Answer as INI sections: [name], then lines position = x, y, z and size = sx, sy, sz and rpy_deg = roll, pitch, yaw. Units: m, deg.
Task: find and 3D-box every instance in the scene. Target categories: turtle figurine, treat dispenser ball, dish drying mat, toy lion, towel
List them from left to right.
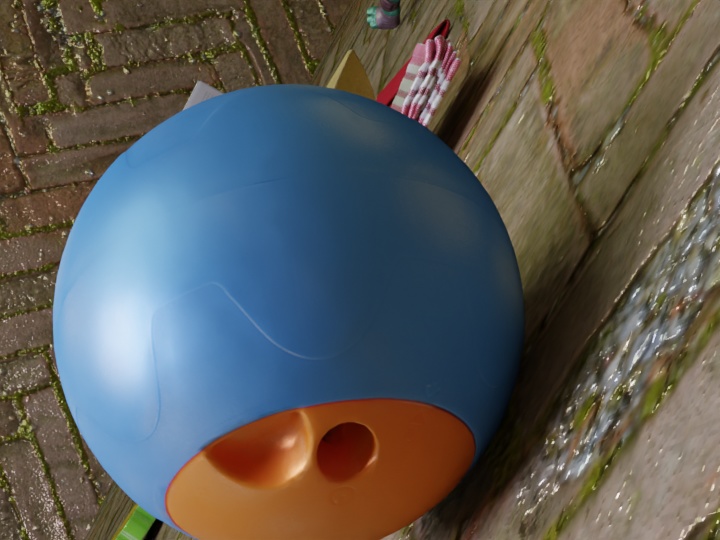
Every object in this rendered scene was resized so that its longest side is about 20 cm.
[toy lion]
position = -0.298, 0.346, 1.804
size = 0.192, 0.069, 0.200
rpy_deg = -59, 5, -30
[treat dispenser ball]
position = -0.030, 0.022, 0.631
size = 0.201, 0.200, 0.201
rpy_deg = -60, 8, 15
[towel]
position = 0.014, -0.089, 1.147
size = 0.201, 0.030, 0.146
rpy_deg = -62, 7, 3
[turtle figurine]
position = 0.046, -0.402, 1.927
size = 0.150, 0.101, 0.200
rpy_deg = -50, -11, -16
[dish drying mat]
position = 0.042, -0.193, 1.541
size = 0.077, 0.018, 0.200
rpy_deg = -65, 8, -21

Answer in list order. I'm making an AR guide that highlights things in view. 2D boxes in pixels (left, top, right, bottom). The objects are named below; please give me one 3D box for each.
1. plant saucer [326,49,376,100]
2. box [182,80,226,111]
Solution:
[plant saucer]
position = -0.046, -0.045, 1.154
size = 0.200, 0.048, 0.201
rpy_deg = 132, 160, -67
[box]
position = -0.119, -0.112, 1.639
size = 0.098, 0.199, 0.124
rpy_deg = -63, 9, -10
